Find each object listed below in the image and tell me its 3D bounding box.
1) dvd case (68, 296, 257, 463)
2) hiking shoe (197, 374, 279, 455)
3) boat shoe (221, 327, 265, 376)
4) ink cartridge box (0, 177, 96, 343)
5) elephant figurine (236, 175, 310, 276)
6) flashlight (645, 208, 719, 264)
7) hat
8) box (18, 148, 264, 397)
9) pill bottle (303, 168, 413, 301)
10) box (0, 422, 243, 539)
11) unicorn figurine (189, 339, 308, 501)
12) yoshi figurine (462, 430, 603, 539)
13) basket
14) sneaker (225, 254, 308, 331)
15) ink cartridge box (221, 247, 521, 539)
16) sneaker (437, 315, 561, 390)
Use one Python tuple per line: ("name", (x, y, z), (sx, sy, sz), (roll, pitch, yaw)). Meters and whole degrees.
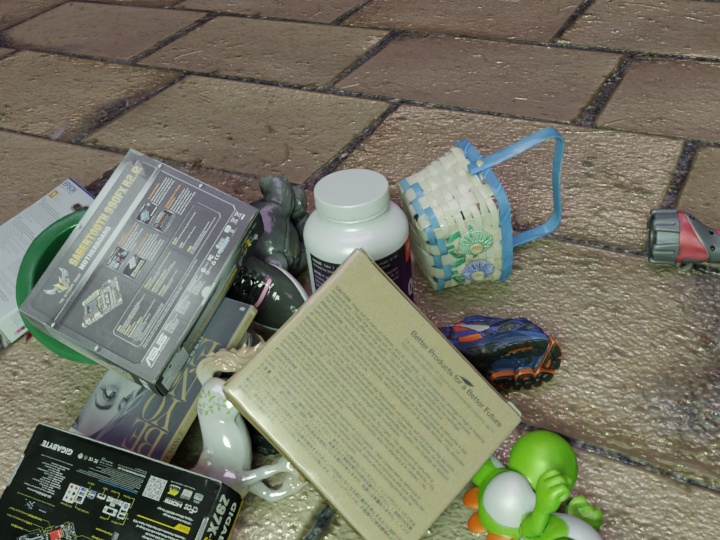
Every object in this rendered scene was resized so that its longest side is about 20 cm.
("dvd case", (-0.202, 0.107, 0.832), (0.147, 0.016, 0.202), (12, 66, 42))
("hiking shoe", (-0.069, 0.135, 0.834), (0.197, 0.075, 0.087), (10, 29, 6))
("boat shoe", (-0.161, 0.076, 0.926), (0.073, 0.060, 0.201), (-54, 30, -8))
("ink cartridge box", (-0.415, -0.021, 1.092), (0.199, 0.044, 0.196), (-39, 44, -20))
("elephant figurine", (-0.166, -0.039, 1.057), (0.197, 0.144, 0.155), (-5, -7, 15))
("flashlight", (0.446, -0.040, 0.997), (0.196, 0.069, 0.068), (0, 32, 11))
("hat", (-0.277, 0.038, 0.931), (0.198, 0.177, 0.167), (31, 71, 11))
("box", (-0.210, -0.002, 0.824), (0.157, 0.048, 0.202), (24, 69, 11))
("pill bottle", (0.000, 0.000, 0.889), (0.110, 0.203, 0.113), (-4, 34, 3))
("box", (-0.214, 0.227, 0.678), (0.197, 0.049, 0.162), (10, 66, 23))
("unicorn figurine", (-0.115, 0.168, 0.755), (0.135, 0.074, 0.203), (-5, 69, 4))
("yoshi figurine", (0.165, 0.198, 0.674), (0.110, 0.114, 0.200), (-5, 28, -27))
("basket", (0.153, -0.071, 1.003), (0.198, 0.177, 0.140), (-27, 52, -6))
("sneaker", (-0.146, 0.006, 0.916), (0.199, 0.071, 0.099), (34, 6, 16))
("ink cartridge box", (0.007, 0.113, 0.705), (0.165, 0.075, 0.200), (-44, 88, -15))
("sneaker", (0.105, 0.087, 0.876), (0.196, 0.077, 0.079), (0, 25, -5))
